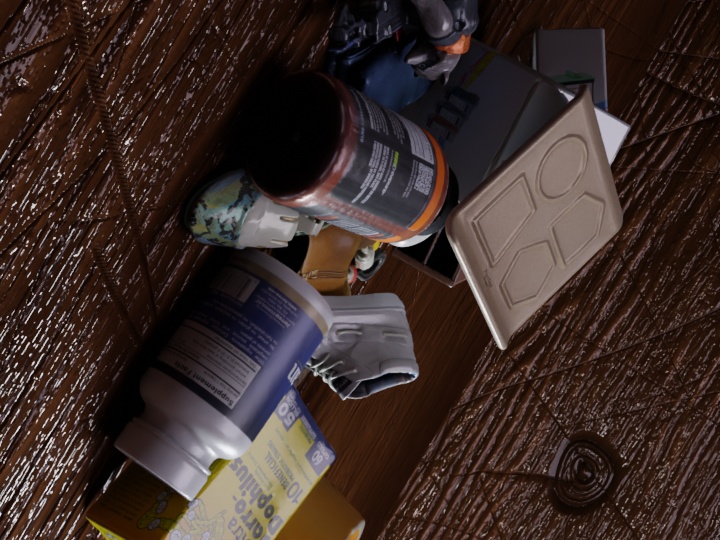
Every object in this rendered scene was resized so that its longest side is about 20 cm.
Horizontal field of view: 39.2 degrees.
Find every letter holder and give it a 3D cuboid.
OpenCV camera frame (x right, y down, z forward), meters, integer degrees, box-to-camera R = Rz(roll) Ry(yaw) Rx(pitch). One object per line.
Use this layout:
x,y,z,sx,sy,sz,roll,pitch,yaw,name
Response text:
0.145,-0.072,1.468,0.144,0.100,0.200,-65,165,15,letter holder

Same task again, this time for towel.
0.028,-0.191,0.946,0.200,0.048,0.112,-47,160,-43,towel

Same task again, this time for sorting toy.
0.166,-0.049,0.952,0.200,0.036,0.186,-45,137,-14,sorting toy

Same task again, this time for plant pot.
-0.101,0.293,1.181,0.201,0.182,0.201,-53,164,-22,plant pot

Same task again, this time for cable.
0.000,0.000,1.213,0.098,0.050,0.200,-57,164,-5,cable

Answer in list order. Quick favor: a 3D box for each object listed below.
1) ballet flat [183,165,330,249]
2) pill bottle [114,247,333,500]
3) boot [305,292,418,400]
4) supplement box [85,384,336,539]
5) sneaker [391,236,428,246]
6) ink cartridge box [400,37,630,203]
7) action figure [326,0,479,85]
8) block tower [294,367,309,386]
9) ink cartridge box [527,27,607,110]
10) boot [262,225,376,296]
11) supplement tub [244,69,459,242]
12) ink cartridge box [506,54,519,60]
-0.070,-0.051,0.849,0.200,0.074,0.075,-28,146,-64,ballet flat
-0.119,0.090,0.870,0.201,0.110,0.111,-55,165,-16,pill bottle
-0.031,0.081,1.004,0.197,0.097,0.074,-6,154,-26,boot
-0.135,0.201,0.947,0.200,0.109,0.110,-49,128,-29,supplement box
0.086,-0.141,1.201,0.200,0.080,0.147,-49,154,-26,sneaker
0.146,-0.143,1.050,0.144,0.200,0.146,17,109,-35,ink cartridge box
0.053,-0.236,0.809,0.200,0.103,0.195,-53,149,-45,action figure
-0.127,0.153,1.078,0.201,0.054,0.058,-53,165,-28,block tower
0.239,-0.161,1.186,0.145,0.083,0.203,77,14,-73,ink cartridge box
-0.063,0.014,1.035,0.143,0.071,0.202,-19,147,-49,boot
0.003,-0.084,0.836,0.199,0.107,0.108,19,102,-52,supplement tub
0.184,-0.160,1.293,0.201,0.044,0.178,-81,171,-61,ink cartridge box
